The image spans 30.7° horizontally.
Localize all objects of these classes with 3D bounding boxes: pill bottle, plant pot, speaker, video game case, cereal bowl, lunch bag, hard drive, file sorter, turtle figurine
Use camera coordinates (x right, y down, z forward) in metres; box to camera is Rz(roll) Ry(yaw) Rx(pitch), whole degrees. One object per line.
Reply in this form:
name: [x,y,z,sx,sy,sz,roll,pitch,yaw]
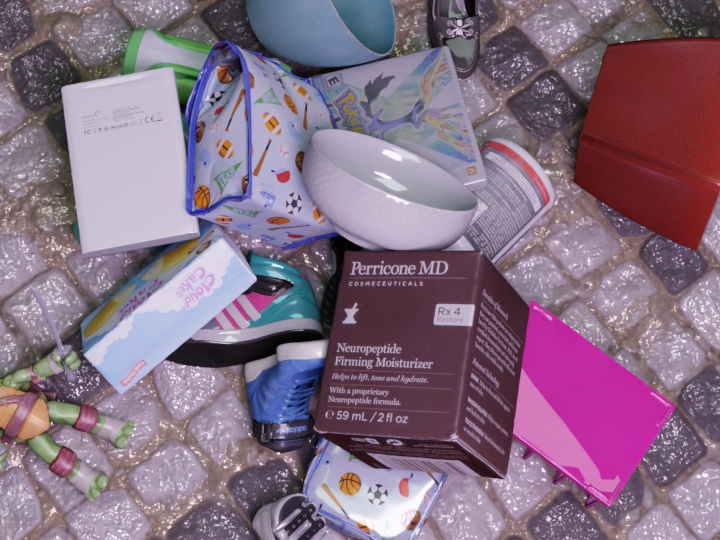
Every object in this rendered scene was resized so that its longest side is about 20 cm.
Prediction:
pill bottle: [0.129,-0.055,1.576,0.116,0.116,0.200,44,74,8]
plant pot: [-0.063,-0.334,1.617,0.134,0.200,0.202,-20,73,26]
speaker: [-0.188,-0.237,1.611,0.198,0.089,0.089,13,72,-2]
plant pot: [0.364,-0.171,1.605,0.174,0.200,0.202,16,72,11]
video game case: [0.041,-0.166,1.565,0.180,0.022,0.202,-13,62,-1]
cereal bowl: [0.024,-0.074,1.426,0.198,0.200,0.084,22,109,1]
lunch bag: [0.025,0.211,1.508,0.159,0.076,0.201,27,73,5]
hard drive: [-0.260,-0.123,1.480,0.130,0.026,0.202,-10,75,-2]
lunch bag: [-0.110,-0.144,1.498,0.123,0.169,0.202,-13,70,36]
file sorter: [0.229,0.163,1.515,0.199,0.126,0.139,36,74,7]
turtle figurine: [-0.344,0.162,1.432,0.193,0.200,0.145,32,38,-19]

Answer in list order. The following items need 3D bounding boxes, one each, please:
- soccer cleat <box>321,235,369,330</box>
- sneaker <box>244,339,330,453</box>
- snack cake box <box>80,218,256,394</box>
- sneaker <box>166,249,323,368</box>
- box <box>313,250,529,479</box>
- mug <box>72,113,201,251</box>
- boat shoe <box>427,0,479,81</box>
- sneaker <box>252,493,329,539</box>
soccer cleat: [0.000,0.000,1.581,0.067,0.073,0.202,-5,54,23]
sneaker: [-0.071,0.143,1.457,0.076,0.199,0.113,-1,77,-30]
snack cake box: [-0.219,0.035,1.480,0.200,0.115,0.067,-40,110,0]
sneaker: [-0.142,0.039,1.538,0.198,0.084,0.122,-7,59,7]
box: [0.069,0.101,1.390,0.164,0.164,0.202,0,69,26]
mug: [-0.241,-0.098,1.549,0.151,0.115,0.187,20,72,0]
boat shoe: [0.120,-0.347,1.692,0.066,0.057,0.202,-2,74,-7]
sneaker: [-0.056,0.344,1.465,0.075,0.081,0.202,-29,97,-43]
